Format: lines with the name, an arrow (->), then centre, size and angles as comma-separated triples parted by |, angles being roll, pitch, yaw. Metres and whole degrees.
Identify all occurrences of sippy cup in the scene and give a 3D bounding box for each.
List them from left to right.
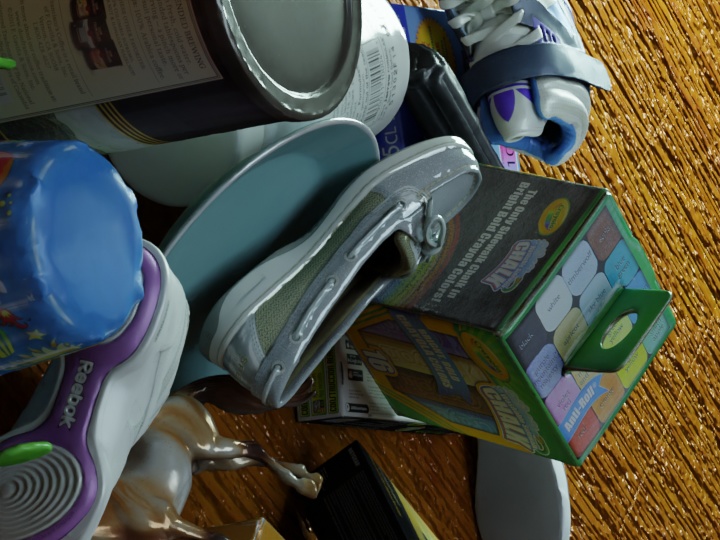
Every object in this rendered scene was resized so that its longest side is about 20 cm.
sippy cup -> -0.180, -0.006, 1.254 | 0.178, 0.130, 0.140 | 66, 33, -26

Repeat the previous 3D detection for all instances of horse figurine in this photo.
horse figurine -> -0.093, 0.118, 1.419 | 0.200, 0.132, 0.050 | -63, 178, -46

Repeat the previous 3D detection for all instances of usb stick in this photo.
usb stick -> 0.071, -0.064, 1.653 | 0.033, 0.055, 0.200 | -40, 128, -10

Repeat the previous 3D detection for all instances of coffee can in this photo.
coffee can -> -0.120, -0.133, 1.323 | 0.146, 0.199, 0.147 | 23, 63, -57

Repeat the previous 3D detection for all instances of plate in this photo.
plate -> -0.067, -0.010, 1.454 | 0.026, 0.200, 0.200 | 42, 20, 21

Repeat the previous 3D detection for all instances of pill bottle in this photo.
pill bottle -> -0.062, -0.105, 1.507 | 0.200, 0.114, 0.115 | -32, 110, -59

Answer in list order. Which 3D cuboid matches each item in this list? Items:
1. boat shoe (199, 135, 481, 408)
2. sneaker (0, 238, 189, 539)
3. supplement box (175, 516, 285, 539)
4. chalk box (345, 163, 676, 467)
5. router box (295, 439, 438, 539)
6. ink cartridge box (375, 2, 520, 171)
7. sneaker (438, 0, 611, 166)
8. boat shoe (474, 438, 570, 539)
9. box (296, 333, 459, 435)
boat shoe -> 0.000, 0.000, 1.475 | 0.202, 0.065, 0.075 | -38, 156, -26
sneaker -> -0.137, 0.086, 1.325 | 0.201, 0.075, 0.100 | -64, 161, -9
supplement box -> -0.040, 0.222, 1.509 | 0.200, 0.069, 0.067 | 53, 38, -43
chalk box -> 0.101, 0.026, 1.572 | 0.125, 0.200, 0.124 | -51, 132, -23
router box -> 0.043, 0.213, 1.550 | 0.157, 0.052, 0.200 | 53, 4, -31
ink cartridge box -> 0.026, -0.101, 1.707 | 0.200, 0.076, 0.137 | -6, 87, -59
sneaker -> 0.089, -0.155, 1.664 | 0.200, 0.080, 0.147 | 50, 26, -42
boat shoe -> 0.113, 0.117, 1.817 | 0.066, 0.070, 0.201 | -5, 80, -59
box -> 0.021, 0.048, 1.696 | 0.200, 0.035, 0.111 | 12, 72, -59
